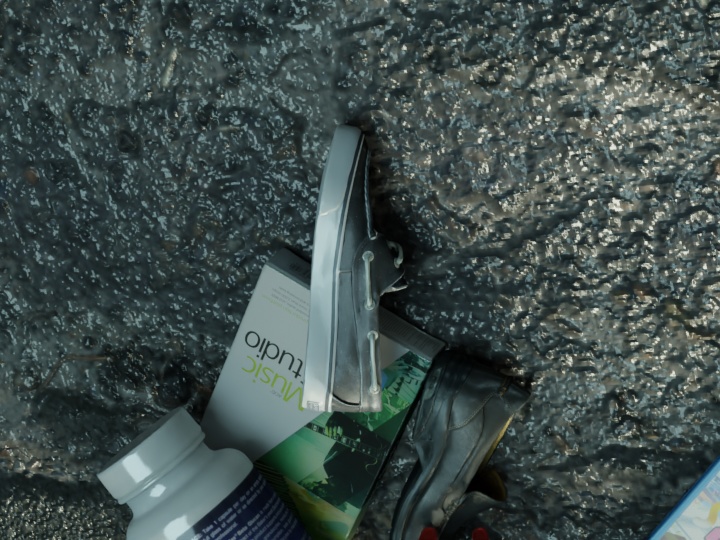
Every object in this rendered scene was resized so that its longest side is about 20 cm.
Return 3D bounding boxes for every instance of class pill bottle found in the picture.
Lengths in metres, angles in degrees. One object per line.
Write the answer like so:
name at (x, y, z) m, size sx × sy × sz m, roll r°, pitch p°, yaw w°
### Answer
pill bottle at (-0.103, 0.203, 1.382) m, size 0.111 × 0.111 × 0.200 m, roll -35°, pitch 96°, yaw 33°

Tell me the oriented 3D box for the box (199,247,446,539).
box at (-0.037, 0.100, 1.390) m, size 0.144 × 0.036 × 0.200 m, roll 30°, pitch 123°, yaw 11°

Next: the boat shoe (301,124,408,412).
boat shoe at (0.000, 0.000, 1.292) m, size 0.068 × 0.072 × 0.200 m, roll 5°, pitch 88°, yaw 0°

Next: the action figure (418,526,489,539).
action figure at (0.084, 0.266, 1.369) m, size 0.065 × 0.052 × 0.200 m, roll -6°, pitch 136°, yaw 12°

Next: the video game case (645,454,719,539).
video game case at (0.283, 0.200, 1.288) m, size 0.143 × 0.018 × 0.200 m, roll 37°, pitch 123°, yaw 6°

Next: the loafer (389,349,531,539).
loafer at (0.070, 0.158, 1.344) m, size 0.072 × 0.073 × 0.200 m, roll 17°, pitch 120°, yaw 13°
